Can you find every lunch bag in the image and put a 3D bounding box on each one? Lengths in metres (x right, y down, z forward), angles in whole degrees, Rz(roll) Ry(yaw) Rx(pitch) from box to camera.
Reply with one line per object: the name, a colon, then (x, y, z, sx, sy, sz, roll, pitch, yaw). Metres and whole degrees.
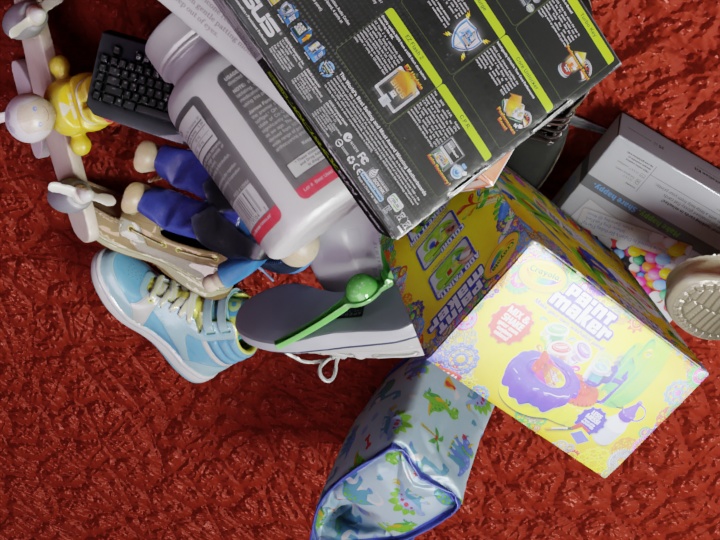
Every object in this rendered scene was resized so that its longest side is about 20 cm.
lunch bag: (0.034, 0.203, 1.227, 0.127, 0.171, 0.200, 44, 129, -12)

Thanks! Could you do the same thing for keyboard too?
keyboard: (-0.134, -0.170, 0.991, 0.198, 0.021, 0.129, 17, 95, 7)

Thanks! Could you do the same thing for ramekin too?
ramekin: (0.044, -0.035, 1.080, 0.198, 0.098, 0.202, 10, 130, 12)

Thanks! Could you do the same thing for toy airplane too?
toy airplane: (-0.290, -0.155, 1.082, 0.200, 0.141, 0.200, 40, 122, 10)

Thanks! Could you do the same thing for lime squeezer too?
lime squeezer: (0.000, 0.000, 1.009, 0.070, 0.038, 0.201, 15, 114, -40)

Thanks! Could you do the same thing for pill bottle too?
pill bottle: (-0.085, -0.119, 0.920, 0.111, 0.110, 0.201, -39, 84, 39)

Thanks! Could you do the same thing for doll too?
doll: (-0.120, -0.048, 1.020, 0.198, 0.048, 0.138, 21, 96, 25)

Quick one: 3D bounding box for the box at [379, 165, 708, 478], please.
box: (0.142, 0.026, 0.929, 0.199, 0.193, 0.122, 34, 107, -24)

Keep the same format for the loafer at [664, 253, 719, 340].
loafer: (0.330, 0.013, 0.978, 0.198, 0.069, 0.076, 6, 137, -31)

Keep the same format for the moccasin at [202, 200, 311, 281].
moccasin: (-0.107, -0.033, 1.092, 0.068, 0.082, 0.199, 6, 179, -30)

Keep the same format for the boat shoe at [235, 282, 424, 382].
boat shoe: (-0.018, 0.060, 1.077, 0.200, 0.075, 0.086, -5, 139, 23)

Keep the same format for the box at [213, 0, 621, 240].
box: (0.036, -0.156, 0.734, 0.193, 0.047, 0.201, -39, 101, -6)

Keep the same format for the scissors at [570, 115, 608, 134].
scissors: (0.123, -0.151, 1.014, 0.199, 0.014, 0.073, 31, 124, -8)

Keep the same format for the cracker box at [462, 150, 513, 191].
cracker box: (0.077, -0.127, 0.876, 0.057, 0.135, 0.200, 33, 173, -12)

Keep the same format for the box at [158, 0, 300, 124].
box: (-0.008, -0.236, 0.864, 0.199, 0.201, 0.171, 40, 126, -12)

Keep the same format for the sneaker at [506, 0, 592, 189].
sneaker: (0.142, -0.128, 0.946, 0.074, 0.107, 0.202, 9, 126, -1)

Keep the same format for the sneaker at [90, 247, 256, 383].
sneaker: (-0.187, 0.032, 1.238, 0.130, 0.080, 0.200, -21, 127, 35)

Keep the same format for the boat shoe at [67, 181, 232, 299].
boat shoe: (-0.212, -0.047, 1.194, 0.198, 0.074, 0.067, 28, 121, -6)

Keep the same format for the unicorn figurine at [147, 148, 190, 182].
unicorn figurine: (-0.092, -0.129, 1.064, 0.137, 0.074, 0.201, 40, 109, 32)

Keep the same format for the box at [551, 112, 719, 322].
box: (0.245, -0.027, 1.046, 0.155, 0.041, 0.201, 29, 133, -6)
